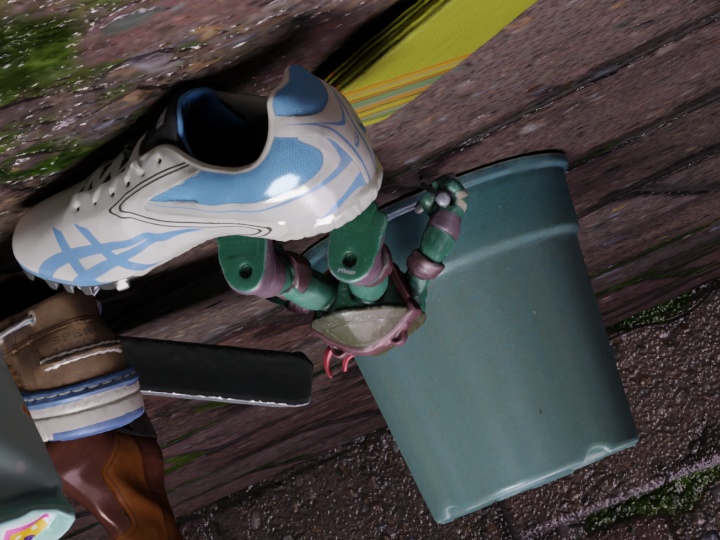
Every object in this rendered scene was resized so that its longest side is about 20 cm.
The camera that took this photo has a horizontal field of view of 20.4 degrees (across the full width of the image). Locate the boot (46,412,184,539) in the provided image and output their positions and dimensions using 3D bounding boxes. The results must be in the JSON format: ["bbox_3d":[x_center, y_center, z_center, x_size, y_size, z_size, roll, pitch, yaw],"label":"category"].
[{"bbox_3d":[-0.204,0.219,1.640,0.068,0.202,0.188,-24,172,20],"label":"boot"}]

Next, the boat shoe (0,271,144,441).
[{"bbox_3d":[-0.158,0.036,0.964,0.072,0.073,0.199,-14,-174,-31],"label":"boat shoe"}]

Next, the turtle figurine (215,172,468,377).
[{"bbox_3d":[0.000,0.000,1.168,0.149,0.101,0.200,-24,166,15],"label":"turtle figurine"}]

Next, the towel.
[{"bbox_3d":[0.033,-0.103,0.859,0.086,0.018,0.200,-23,173,-38],"label":"towel"}]

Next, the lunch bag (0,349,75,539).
[{"bbox_3d":[-0.218,0.050,0.635,0.199,0.171,0.122,-15,162,-38],"label":"lunch bag"}]

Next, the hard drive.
[{"bbox_3d":[-0.105,0.063,1.242,0.138,0.033,0.200,6,175,-5],"label":"hard drive"}]

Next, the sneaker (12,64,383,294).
[{"bbox_3d":[-0.078,-0.040,0.847,0.199,0.073,0.072,-14,-153,38],"label":"sneaker"}]

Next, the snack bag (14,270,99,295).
[{"bbox_3d":[-0.226,0.042,1.087,0.187,0.022,0.200,-16,170,-31],"label":"snack bag"}]

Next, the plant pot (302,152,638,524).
[{"bbox_3d":[0.083,0.051,1.338,0.199,0.198,0.200,-22,171,-4],"label":"plant pot"}]
